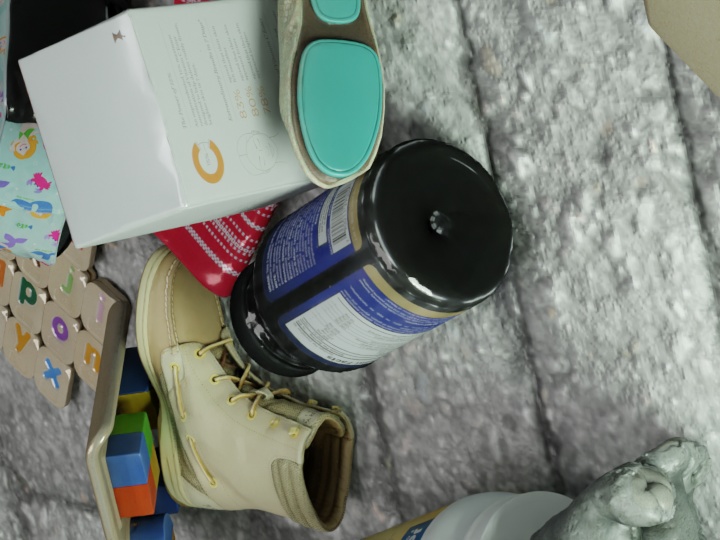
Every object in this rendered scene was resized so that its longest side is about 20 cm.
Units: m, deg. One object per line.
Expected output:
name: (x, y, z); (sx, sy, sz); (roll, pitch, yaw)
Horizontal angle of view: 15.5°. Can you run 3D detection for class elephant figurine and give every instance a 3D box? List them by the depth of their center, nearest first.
elephant figurine: (0.198, 0.211, 1.567); (0.201, 0.141, 0.155); (58, 136, 14)

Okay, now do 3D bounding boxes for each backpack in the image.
backpack: (-0.247, -0.107, 1.875); (0.201, 0.149, 0.178); (106, 164, -47)

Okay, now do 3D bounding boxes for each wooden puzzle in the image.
wooden puzzle: (-0.162, 0.150, 1.947); (0.046, 0.186, 0.201); (-4, 121, 2)

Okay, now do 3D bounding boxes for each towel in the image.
towel: (-0.104, -0.095, 1.817); (0.145, 0.022, 0.201); (44, 130, 22)

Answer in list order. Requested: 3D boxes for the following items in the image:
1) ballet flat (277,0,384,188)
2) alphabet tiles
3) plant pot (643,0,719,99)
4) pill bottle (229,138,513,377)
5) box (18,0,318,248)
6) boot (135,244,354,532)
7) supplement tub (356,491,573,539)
ballet flat: (-0.023, -0.138, 1.651); (0.062, 0.067, 0.201); (141, 132, -61)
alphabet tiles: (-0.253, 0.005, 2.072); (0.200, 0.015, 0.196); (40, 136, 28)
plant pot: (0.248, -0.158, 1.278); (0.200, 0.199, 0.177); (48, 150, 19)
pill bottle: (0.000, 0.000, 1.700); (0.200, 0.112, 0.112); (-30, 87, 52)
box: (-0.101, -0.097, 1.665); (0.097, 0.200, 0.125); (-19, 88, 34)
boot: (-0.080, 0.083, 1.873); (0.155, 0.073, 0.201); (8, 110, 42)
supplement tub: (0.067, 0.225, 1.723); (0.200, 0.144, 0.145); (-29, 88, 52)
